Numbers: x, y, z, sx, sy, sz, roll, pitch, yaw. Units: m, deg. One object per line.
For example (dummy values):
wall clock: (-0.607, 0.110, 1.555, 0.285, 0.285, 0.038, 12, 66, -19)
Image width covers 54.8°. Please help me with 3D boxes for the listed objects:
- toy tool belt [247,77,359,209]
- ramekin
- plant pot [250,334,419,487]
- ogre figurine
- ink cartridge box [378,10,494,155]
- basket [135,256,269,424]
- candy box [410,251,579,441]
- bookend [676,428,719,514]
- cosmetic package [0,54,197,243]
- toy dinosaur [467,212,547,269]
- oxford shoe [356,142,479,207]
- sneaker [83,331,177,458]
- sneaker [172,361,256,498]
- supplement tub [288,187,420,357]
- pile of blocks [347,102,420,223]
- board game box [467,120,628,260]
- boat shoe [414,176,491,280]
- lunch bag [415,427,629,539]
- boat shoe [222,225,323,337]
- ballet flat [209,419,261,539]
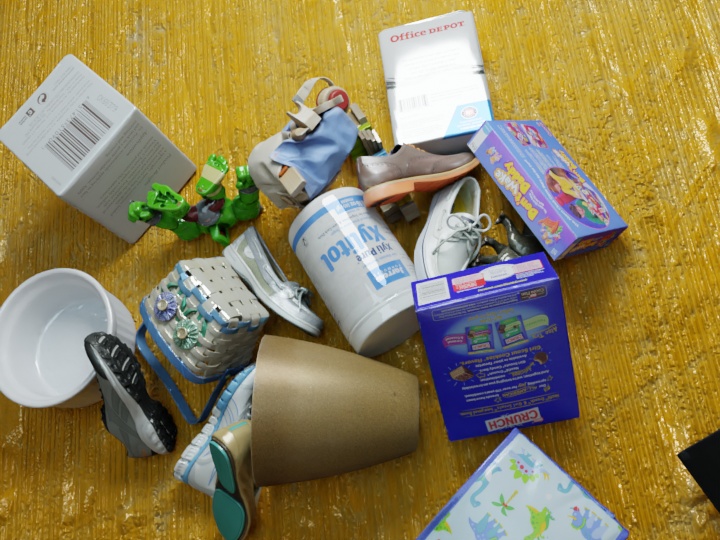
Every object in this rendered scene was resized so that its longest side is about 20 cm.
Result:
toy tool belt: (-0.058, -0.177, 0.948, 0.201, 0.125, 0.122, -56, 26, -15)
ramekin: (-0.432, 0.107, 1.026, 0.198, 0.098, 0.203, -4, 72, 11)
plant pot: (-0.027, 0.180, 0.879, 0.197, 0.187, 0.189, 2, 72, 1)
ogre figurine: (-0.232, -0.095, 1.035, 0.199, 0.120, 0.098, -35, 64, -2)
ink cartridge box: (0.113, -0.264, 1.029, 0.144, 0.084, 0.203, -10, 69, 9)
basket: (-0.235, 0.090, 0.975, 0.176, 0.138, 0.201, 45, 120, 22)
candy box: (0.164, 0.097, 0.842, 0.167, 0.202, 0.077, -12, 25, 7)
bookend: (0.500, 0.171, 0.779, 0.198, 0.199, 0.093, -13, 61, -40)
cosmetic package: (-0.391, -0.177, 1.055, 0.165, 0.200, 0.165, 38, 83, 21)
toy dinosaur: (0.208, -0.011, 0.940, 0.102, 0.077, 0.201, 33, 65, 1)
oxford shoe: (0.083, -0.146, 0.953, 0.198, 0.071, 0.074, -18, 86, -33)
sneaker: (-0.327, 0.177, 0.944, 0.078, 0.074, 0.202, -19, 110, 5)
sneaker: (-0.166, 0.219, 0.947, 0.086, 0.075, 0.201, 32, 92, 13)
supplement tub: (0.000, 0.000, 0.944, 0.131, 0.132, 0.201, -34, 68, 0)
pile of blocks: (0.014, -0.151, 1.016, 0.062, 0.082, 0.201, -29, 69, 2)
board game box: (0.248, -0.114, 0.925, 0.201, 0.133, 0.045, 58, 134, 22)
boat shoe: (0.132, -0.051, 0.918, 0.074, 0.086, 0.203, 36, 47, -17)
lunch bag: (0.179, 0.313, 0.801, 0.170, 0.127, 0.201, 41, 94, 22)
boat shoe: (-0.119, 0.016, 0.998, 0.065, 0.074, 0.202, -47, 62, 0)
ballet flat: (-0.151, 0.271, 0.886, 0.068, 0.202, 0.063, 30, 43, 28)
